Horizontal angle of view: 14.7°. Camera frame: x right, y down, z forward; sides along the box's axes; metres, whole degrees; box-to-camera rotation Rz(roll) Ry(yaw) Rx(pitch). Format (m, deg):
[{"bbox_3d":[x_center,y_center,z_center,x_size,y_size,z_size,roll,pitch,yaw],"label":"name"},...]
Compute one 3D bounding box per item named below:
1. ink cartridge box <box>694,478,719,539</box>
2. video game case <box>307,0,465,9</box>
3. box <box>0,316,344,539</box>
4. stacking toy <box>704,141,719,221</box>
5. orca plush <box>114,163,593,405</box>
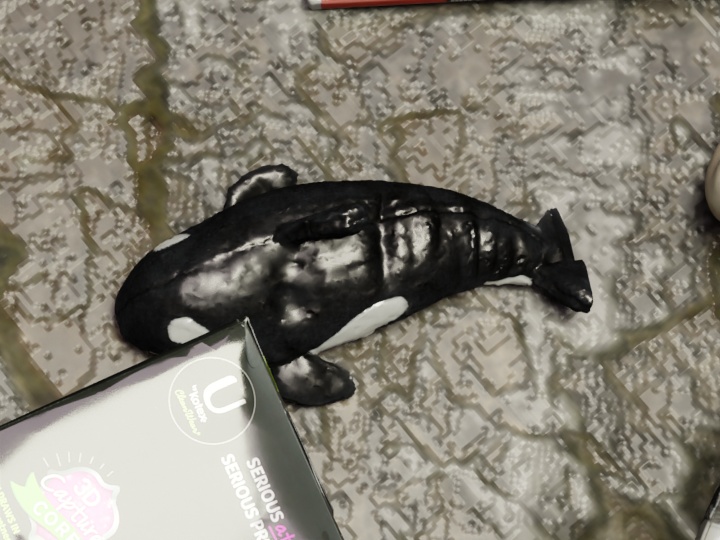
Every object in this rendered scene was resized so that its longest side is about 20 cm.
[{"bbox_3d":[0.213,0.116,1.141,0.145,0.084,0.200,23,77,6],"label":"ink cartridge box"},{"bbox_3d":[0.072,-0.191,1.234,0.200,0.017,0.143,-3,85,1],"label":"video game case"},{"bbox_3d":[-0.117,0.119,1.070,0.200,0.149,0.124,-23,87,-13],"label":"box"},{"bbox_3d":[0.259,-0.018,1.193,0.200,0.146,0.146,44,72,-9],"label":"stacking toy"},{"bbox_3d":[0.000,0.000,1.168,0.200,0.071,0.105,6,73,-6],"label":"orca plush"}]
